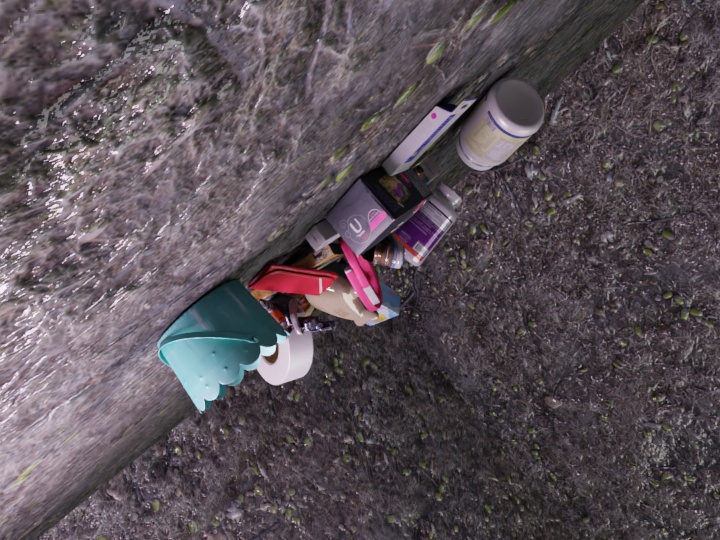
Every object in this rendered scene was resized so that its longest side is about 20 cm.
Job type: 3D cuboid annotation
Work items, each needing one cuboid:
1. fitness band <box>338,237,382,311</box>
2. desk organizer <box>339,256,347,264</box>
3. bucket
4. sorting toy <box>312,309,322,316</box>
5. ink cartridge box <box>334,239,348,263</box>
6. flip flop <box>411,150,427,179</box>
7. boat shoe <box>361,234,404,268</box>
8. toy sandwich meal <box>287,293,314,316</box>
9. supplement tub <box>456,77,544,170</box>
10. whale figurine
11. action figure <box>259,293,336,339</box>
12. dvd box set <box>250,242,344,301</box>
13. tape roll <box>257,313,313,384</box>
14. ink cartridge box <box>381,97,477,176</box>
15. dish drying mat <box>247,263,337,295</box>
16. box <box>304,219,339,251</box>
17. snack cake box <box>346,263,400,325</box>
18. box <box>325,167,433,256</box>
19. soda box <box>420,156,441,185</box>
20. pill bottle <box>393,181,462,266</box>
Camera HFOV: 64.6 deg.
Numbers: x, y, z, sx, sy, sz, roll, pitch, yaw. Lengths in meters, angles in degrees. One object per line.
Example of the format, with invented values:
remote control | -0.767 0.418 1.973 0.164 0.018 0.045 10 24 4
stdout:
fitness band | 0.000 0.000 1.273 0.037 0.202 0.145 -23 -149 10
desk organizer | -0.006 -0.036 1.608 0.072 0.076 0.202 -43 -166 50
bucket | -0.236 0.125 0.974 0.207 0.135 0.207 -42 177 -3
sorting toy | -0.222 0.140 1.648 0.198 0.071 0.199 -22 -169 33
ink cartridge box | 0.008 -0.093 1.436 0.147 0.086 0.200 -41 175 3
flip flop | 0.112 -0.214 1.291 0.081 0.058 0.200 -40 177 -21
boat shoe | 0.039 -0.050 1.242 0.200 0.071 0.074 -161 -100 -77
toy sandwich meal | -0.170 0.073 1.478 0.205 0.070 0.207 -45 -156 26
supplement tub | 0.324 -0.341 1.352 0.144 0.146 0.200 -39 177 -26
whale figurine | -0.040 0.054 1.370 0.158 0.199 0.105 -28 -145 44
action figure | -0.155 0.091 1.202 0.195 0.107 0.193 -5 -171 11
dvd box set | -0.132 0.003 1.240 0.198 0.030 0.146 -32 178 9
tape roll | -0.197 0.167 1.377 0.070 0.206 0.202 -9 157 -38
ink cartridge box | 0.129 -0.260 1.071 0.199 0.037 0.094 -40 177 31
dish drying mat | -0.132 0.022 1.159 0.077 0.018 0.198 -40 153 27
box | -0.043 -0.096 1.186 0.039 0.042 0.200 -42 178 36
snack cake box | 0.000 0.068 1.509 0.114 0.198 0.068 -24 -132 40
box | 0.042 -0.131 1.141 0.122 0.107 0.199 -43 176 37
soda box | 0.123 -0.209 1.453 0.068 0.064 0.200 -38 175 -32
pill bottle | 0.163 -0.119 1.423 0.201 0.112 0.112 -51 176 5
